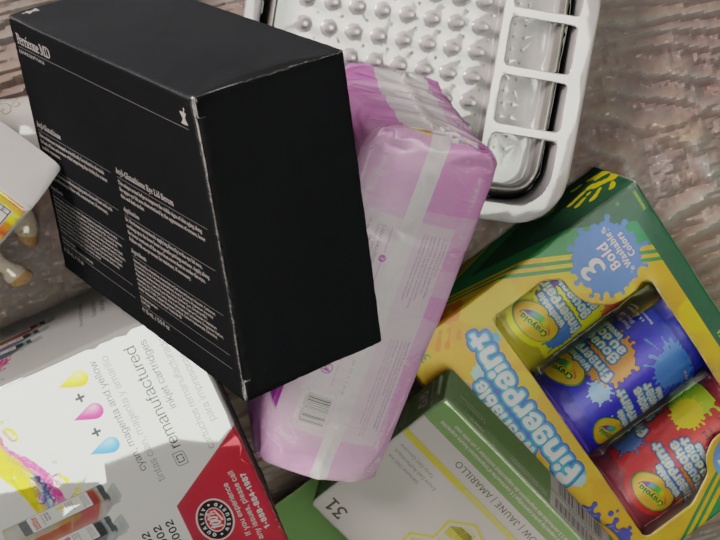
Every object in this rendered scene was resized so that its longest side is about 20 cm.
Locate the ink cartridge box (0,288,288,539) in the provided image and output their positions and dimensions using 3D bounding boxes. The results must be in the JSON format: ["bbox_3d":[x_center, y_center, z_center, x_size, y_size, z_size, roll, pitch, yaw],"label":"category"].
[{"bbox_3d":[-0.164,0.107,0.838,0.200,0.145,0.145,-25,104,-5],"label":"ink cartridge box"}]

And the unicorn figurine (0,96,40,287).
[{"bbox_3d":[-0.150,-0.075,0.840,0.200,0.074,0.137,-27,127,-26],"label":"unicorn figurine"}]

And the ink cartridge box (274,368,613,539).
[{"bbox_3d":[0.024,0.169,0.895,0.200,0.048,0.146,-40,102,20],"label":"ink cartridge box"}]

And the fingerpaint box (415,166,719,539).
[{"bbox_3d":[0.138,0.069,0.925,0.167,0.073,0.200,-36,104,-2],"label":"fingerpaint box"}]

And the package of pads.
[{"bbox_3d":[0.000,0.000,0.827,0.076,0.121,0.200,15,110,-14],"label":"package of pads"}]

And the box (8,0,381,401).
[{"bbox_3d":[-0.081,-0.047,0.729,0.079,0.200,0.141,-24,119,-25],"label":"box"}]

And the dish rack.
[{"bbox_3d":[0.029,-0.123,0.887,0.200,0.044,0.172,7,99,-12],"label":"dish rack"}]

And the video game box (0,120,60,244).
[{"bbox_3d":[-0.280,-0.052,0.786,0.200,0.047,0.182,37,133,-13],"label":"video game box"}]
